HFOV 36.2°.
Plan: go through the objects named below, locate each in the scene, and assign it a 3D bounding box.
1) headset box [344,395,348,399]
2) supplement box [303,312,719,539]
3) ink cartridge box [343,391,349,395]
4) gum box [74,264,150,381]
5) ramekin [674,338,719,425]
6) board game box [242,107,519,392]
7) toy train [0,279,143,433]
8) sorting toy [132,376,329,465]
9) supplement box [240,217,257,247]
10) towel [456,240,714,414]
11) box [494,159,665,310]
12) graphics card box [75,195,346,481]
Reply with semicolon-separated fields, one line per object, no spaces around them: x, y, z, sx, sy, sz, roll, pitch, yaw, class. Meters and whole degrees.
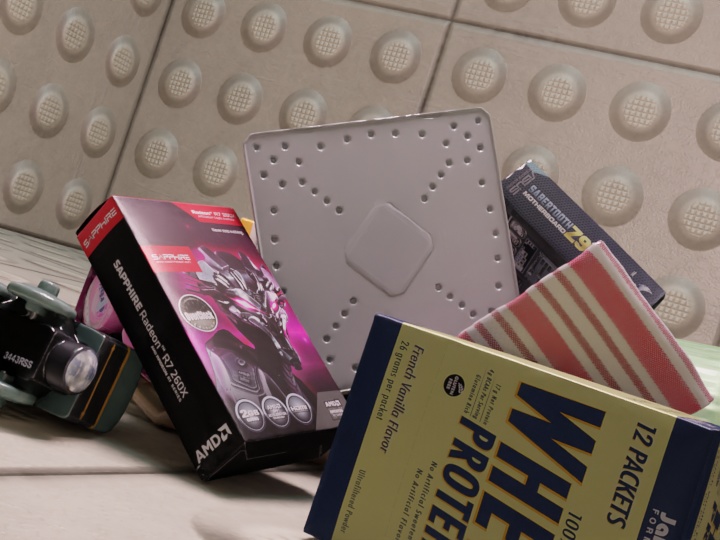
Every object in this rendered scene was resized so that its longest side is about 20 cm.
0.010;0.141;1.231;0.200;0.077;0.149;20;-2;-31;headset box
0.111;0.129;0.669;0.199;0.135;0.200;18;-1;26;supplement box
0.000;0.000;0.937;0.125;0.201;0.129;-8;-8;-15;ink cartridge box
-0.139;0.053;0.899;0.113;0.066;0.200;20;3;-39;gum box
0.245;0.147;0.903;0.097;0.201;0.200;16;-2;16;ramekin
0.019;-0.015;0.852;0.199;0.201;0.026;-9;-1;-15;board game box
-0.240;0.046;0.727;0.199;0.085;0.114;16;-15;27;toy train
-0.113;0.112;0.933;0.185;0.037;0.200;19;-2;-30;sorting toy
-0.037;0.025;1.056;0.199;0.074;0.126;16;-16;-10;supplement box
0.136;0.089;0.814;0.147;0.200;0.030;55;10;-3;towel
0.160;0.017;0.959;0.158;0.051;0.200;48;-22;15;box
-0.097;0.041;0.753;0.125;0.051;0.200;4;50;-55;graphics card box
